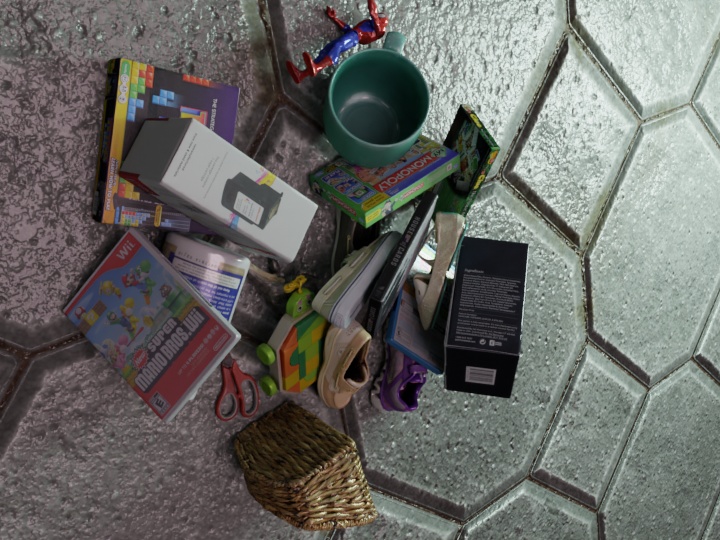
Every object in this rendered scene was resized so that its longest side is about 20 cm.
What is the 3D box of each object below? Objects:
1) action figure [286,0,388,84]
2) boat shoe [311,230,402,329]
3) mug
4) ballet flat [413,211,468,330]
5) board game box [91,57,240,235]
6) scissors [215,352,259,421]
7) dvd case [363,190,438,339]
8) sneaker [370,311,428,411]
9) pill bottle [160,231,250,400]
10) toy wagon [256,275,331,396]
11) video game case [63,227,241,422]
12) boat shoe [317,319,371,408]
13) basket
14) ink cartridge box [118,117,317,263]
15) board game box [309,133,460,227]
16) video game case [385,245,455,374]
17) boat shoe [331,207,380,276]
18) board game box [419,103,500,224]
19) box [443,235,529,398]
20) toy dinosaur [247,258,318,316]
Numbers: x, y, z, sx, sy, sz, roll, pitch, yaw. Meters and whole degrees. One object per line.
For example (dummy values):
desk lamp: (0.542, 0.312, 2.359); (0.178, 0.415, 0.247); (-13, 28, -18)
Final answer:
action figure: (-0.032, -0.358, 1.023); (0.199, 0.065, 0.100); (-38, 112, -36)
boat shoe: (0.000, 0.000, 1.050); (0.201, 0.061, 0.073); (-51, 165, -39)
mug: (0.030, -0.243, 1.051); (0.184, 0.114, 0.152); (-40, 85, -17)
ballet flat: (0.117, -0.002, 1.142); (0.061, 0.068, 0.203); (16, 108, 0)
board game box: (-0.252, -0.155, 0.917); (0.163, 0.056, 0.204); (4, 98, -36)
scissors: (-0.195, 0.133, 1.052); (0.072, 0.014, 0.204); (-15, 108, -31)
dvd case: (0.061, -0.006, 1.088); (0.151, 0.024, 0.202); (98, 18, -63)
sneaker: (0.083, 0.155, 1.215); (0.079, 0.088, 0.204); (9, 94, -36)
pill bottle: (-0.232, 0.062, 0.939); (0.118, 0.119, 0.203); (19, 89, -37)
toy wagon: (-0.088, 0.099, 1.064); (0.154, 0.039, 0.202); (-35, 142, -35)
video game case: (-0.262, 0.066, 0.875); (0.143, 0.200, 0.017); (-48, 169, 5)
boat shoe: (-0.020, 0.159, 1.107); (0.074, 0.069, 0.202); (-39, 149, -36)
basket: (-0.091, 0.316, 1.049); (0.142, 0.199, 0.151); (-30, 117, -28)
ink cartridge box: (-0.173, -0.098, 0.864); (0.199, 0.145, 0.084); (33, 79, -38)
board game box: (0.039, -0.152, 1.085); (0.199, 0.134, 0.029); (-33, 138, -26)
video game case: (0.109, 0.057, 1.206); (0.142, 0.018, 0.203); (34, 56, -36)
boat shoe: (-0.002, -0.037, 1.125); (0.071, 0.060, 0.206); (-7, 104, -35)
board game box: (0.154, -0.152, 1.126); (0.023, 0.106, 0.201); (-11, 145, -27)
box: (0.210, 0.083, 1.182); (0.201, 0.121, 0.200); (77, 21, -60)
toy dinosaur: (-0.121, 0.015, 1.061); (0.088, 0.047, 0.200); (-49, 121, -9)
